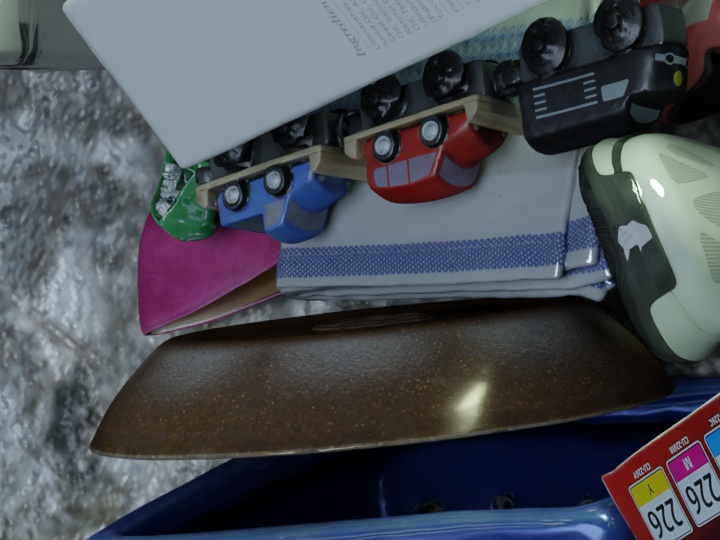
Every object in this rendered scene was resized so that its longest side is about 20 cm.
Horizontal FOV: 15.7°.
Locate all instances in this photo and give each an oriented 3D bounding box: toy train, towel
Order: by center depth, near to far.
[{"bbox_3d":[0.023,-0.045,0.859,0.200,0.034,0.046,-15,76,38],"label":"toy train"},{"bbox_3d":[0.039,-0.085,0.896,0.147,0.024,0.201,-4,73,41],"label":"towel"}]

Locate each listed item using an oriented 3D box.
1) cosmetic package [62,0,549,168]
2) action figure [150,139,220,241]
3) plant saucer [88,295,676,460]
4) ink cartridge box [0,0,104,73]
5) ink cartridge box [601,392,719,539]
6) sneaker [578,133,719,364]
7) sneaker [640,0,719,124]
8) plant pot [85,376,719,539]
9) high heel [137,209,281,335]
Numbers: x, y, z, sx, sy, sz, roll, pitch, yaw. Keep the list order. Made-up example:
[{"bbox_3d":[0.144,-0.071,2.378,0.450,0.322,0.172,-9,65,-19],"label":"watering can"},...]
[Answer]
[{"bbox_3d":[0.006,-0.111,0.812,0.200,0.101,0.071,-21,111,49],"label":"cosmetic package"},{"bbox_3d":[-0.049,-0.110,0.954,0.118,0.055,0.201,-2,80,61],"label":"action figure"},{"bbox_3d":[0.006,0.033,0.884,0.200,0.200,0.037,-6,91,28],"label":"plant saucer"},{"bbox_3d":[-0.143,-0.147,0.952,0.084,0.200,0.146,1,93,27],"label":"ink cartridge box"},{"bbox_3d":[0.179,0.081,0.670,0.176,0.084,0.200,60,149,10],"label":"ink cartridge box"},{"bbox_3d":[0.148,-0.025,0.811,0.115,0.200,0.076,-25,77,23],"label":"sneaker"},{"bbox_3d":[0.141,-0.146,0.876,0.087,0.074,0.200,47,112,19],"label":"sneaker"},{"bbox_3d":[0.047,0.146,0.878,0.200,0.200,0.180,-6,97,29],"label":"plant pot"},{"bbox_3d":[0.000,0.000,0.956,0.200,0.067,0.096,17,91,31],"label":"high heel"}]
